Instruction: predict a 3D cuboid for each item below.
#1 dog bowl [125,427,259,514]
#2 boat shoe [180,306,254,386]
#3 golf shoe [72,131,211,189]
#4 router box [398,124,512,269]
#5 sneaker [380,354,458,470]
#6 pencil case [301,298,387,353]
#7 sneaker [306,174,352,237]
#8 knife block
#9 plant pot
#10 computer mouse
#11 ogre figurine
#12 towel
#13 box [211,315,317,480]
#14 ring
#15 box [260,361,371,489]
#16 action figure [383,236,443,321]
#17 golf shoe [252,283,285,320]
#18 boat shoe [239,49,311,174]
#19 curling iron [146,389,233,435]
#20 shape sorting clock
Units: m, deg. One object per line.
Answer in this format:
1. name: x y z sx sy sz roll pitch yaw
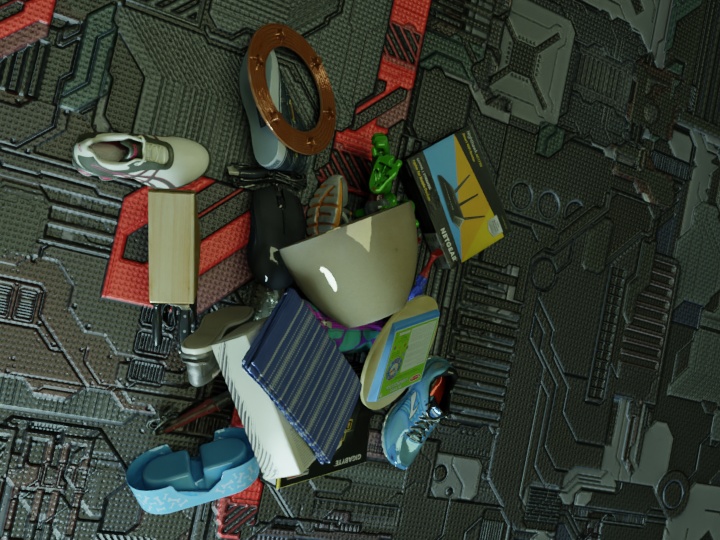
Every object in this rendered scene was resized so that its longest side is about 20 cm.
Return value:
1. dog bowl: -0.238 0.293 1.100 0.195 0.112 0.051 -12 112 -14
2. boat shoe: -0.205 0.104 1.088 0.065 0.200 0.058 4 106 11
3. golf shoe: -0.304 -0.157 1.071 0.196 0.088 0.079 -2 91 -26
4. router box: 0.162 -0.126 1.302 0.147 0.051 0.203 -30 103 -22
5. sneaker: 0.102 0.239 1.267 0.077 0.090 0.203 29 80 -23
6. pencil case: -0.042 0.087 1.153 0.198 0.091 0.087 5 79 -56
7. sneaker: -0.038 -0.050 1.209 0.076 0.078 0.205 1 95 -37
8. knife block: -0.259 0.009 1.049 0.062 0.201 0.179 1 62 -8
9. plant pot: 0.000 0.000 1.057 0.197 0.200 0.137 -22 95 -22
10. computer mouse: -0.129 -0.074 1.137 0.136 0.053 0.205 3 70 -28
11. ogre figurine: 0.039 -0.104 1.202 0.097 0.120 0.203 -26 85 -6
12. towel: -0.073 0.142 1.019 0.202 0.023 0.146 57 41 -28
13. box: -0.122 0.172 1.024 0.082 0.067 0.204 -30 101 -60
14. ring: -0.096 -0.276 1.141 0.199 0.019 0.205 24 60 -50
15. box: -0.062 0.233 1.168 0.198 0.049 0.164 0 96 -49
16. action figure: 0.086 0.038 1.253 0.064 0.099 0.203 29 117 15
17. golf shoe: -0.112 0.106 1.187 0.096 0.077 0.205 -17 105 -40
18. boat shoe: -0.128 -0.247 1.164 0.090 0.070 0.205 9 70 -56
19. curling iron: -0.224 0.201 1.133 0.196 0.050 0.026 -20 66 -15
20. shape sorting clock: 0.062 0.130 1.207 0.199 0.039 0.204 -37 139 -40
